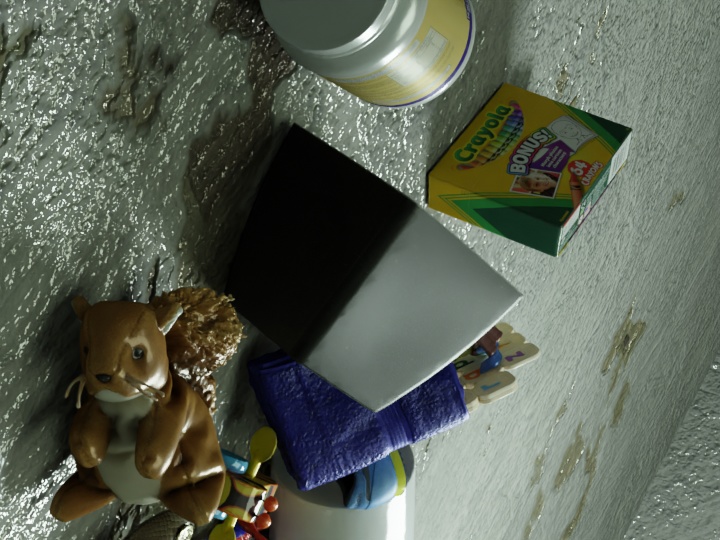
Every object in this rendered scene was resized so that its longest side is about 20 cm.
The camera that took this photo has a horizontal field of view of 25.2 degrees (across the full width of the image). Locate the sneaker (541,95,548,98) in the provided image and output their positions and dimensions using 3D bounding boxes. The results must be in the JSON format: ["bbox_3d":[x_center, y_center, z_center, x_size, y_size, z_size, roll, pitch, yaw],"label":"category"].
[{"bbox_3d":[0.225,-0.134,2.084,0.090,0.078,0.200,-43,147,-52],"label":"sneaker"}]

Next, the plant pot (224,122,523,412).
[{"bbox_3d":[-0.006,0.012,1.512,0.177,0.199,0.200,-53,135,0],"label":"plant pot"}]

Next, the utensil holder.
[{"bbox_3d":[-0.022,0.283,1.784,0.170,0.170,0.200,-43,144,-46],"label":"utensil holder"}]

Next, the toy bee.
[{"bbox_3d":[-0.124,0.226,1.576,0.200,0.109,0.131,-20,129,-61],"label":"toy bee"}]

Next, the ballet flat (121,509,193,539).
[{"bbox_3d":[-0.218,0.281,1.454,0.200,0.046,0.067,-31,142,-42],"label":"ballet flat"}]

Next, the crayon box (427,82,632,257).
[{"bbox_3d":[0.202,-0.123,1.913,0.200,0.172,0.058,-50,155,-38],"label":"crayon box"}]

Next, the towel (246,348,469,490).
[{"bbox_3d":[0.000,0.120,1.625,0.200,0.148,0.050,-23,173,-14],"label":"towel"}]

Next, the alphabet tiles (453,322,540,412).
[{"bbox_3d":[0.106,0.121,1.890,0.195,0.200,0.015,-24,112,-10],"label":"alphabet tiles"}]

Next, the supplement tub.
[{"bbox_3d":[0.007,-0.230,1.419,0.200,0.145,0.146,17,94,-68],"label":"supplement tub"}]

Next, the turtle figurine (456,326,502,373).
[{"bbox_3d":[0.053,0.048,1.861,0.144,0.200,0.194,-47,139,18],"label":"turtle figurine"}]

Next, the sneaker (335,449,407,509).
[{"bbox_3d":[-0.025,0.156,1.680,0.078,0.200,0.066,-11,153,-30],"label":"sneaker"}]

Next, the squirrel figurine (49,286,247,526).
[{"bbox_3d":[-0.180,0.088,1.341,0.200,0.141,0.187,-63,151,-50],"label":"squirrel figurine"}]

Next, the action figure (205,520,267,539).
[{"bbox_3d":[-0.131,0.300,1.644,0.200,0.099,0.065,-33,140,-58],"label":"action figure"}]

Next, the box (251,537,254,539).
[{"bbox_3d":[-0.130,0.384,1.786,0.041,0.039,0.200,-36,141,-50],"label":"box"}]
